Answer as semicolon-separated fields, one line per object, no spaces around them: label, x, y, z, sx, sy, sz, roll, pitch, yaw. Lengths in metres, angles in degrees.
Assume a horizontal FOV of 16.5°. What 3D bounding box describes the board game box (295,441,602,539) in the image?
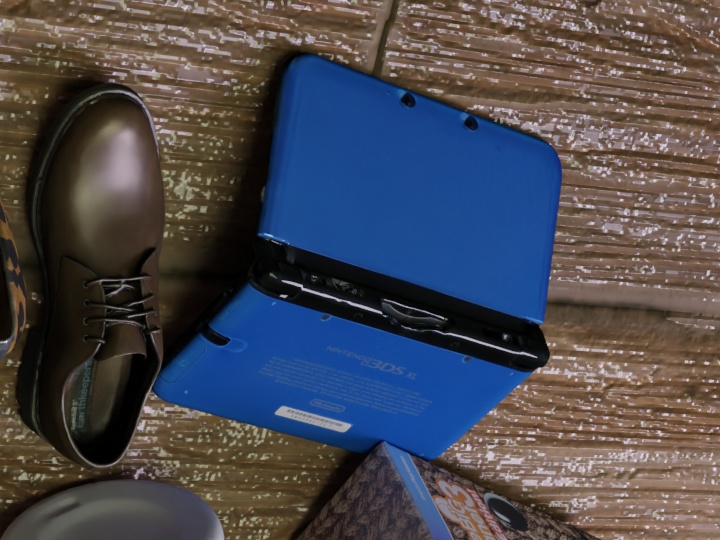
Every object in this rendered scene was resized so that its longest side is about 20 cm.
board game box;0.079;0.210;1.400;0.200;0.160;0.097;26;113;-37

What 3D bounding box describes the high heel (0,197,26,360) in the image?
high heel;-0.193;-0.060;1.138;0.071;0.143;0.200;-16;119;-23

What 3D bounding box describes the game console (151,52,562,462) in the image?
game console;0.000;0.000;1.358;0.200;0.118;0.171;18;133;-35

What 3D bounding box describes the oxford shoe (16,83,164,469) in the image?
oxford shoe;-0.123;0.007;1.248;0.073;0.084;0.200;-6;113;-26

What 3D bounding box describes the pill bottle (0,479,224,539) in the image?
pill bottle;-0.124;0.224;1.324;0.119;0.120;0.200;-16;119;-24
